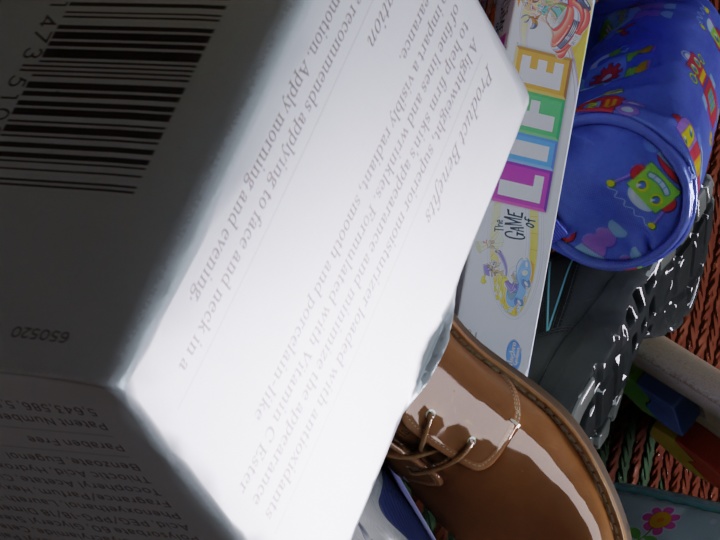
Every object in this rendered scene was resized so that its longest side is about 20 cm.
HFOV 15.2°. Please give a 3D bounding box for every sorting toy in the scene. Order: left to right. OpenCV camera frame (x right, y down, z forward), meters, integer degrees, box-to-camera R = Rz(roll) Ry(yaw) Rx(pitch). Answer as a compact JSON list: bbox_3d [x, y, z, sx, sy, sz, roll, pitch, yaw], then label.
[{"bbox_3d":[0.192,0.090,1.341,0.037,0.185,0.200,-54,144,-4],"label":"sorting toy"}]

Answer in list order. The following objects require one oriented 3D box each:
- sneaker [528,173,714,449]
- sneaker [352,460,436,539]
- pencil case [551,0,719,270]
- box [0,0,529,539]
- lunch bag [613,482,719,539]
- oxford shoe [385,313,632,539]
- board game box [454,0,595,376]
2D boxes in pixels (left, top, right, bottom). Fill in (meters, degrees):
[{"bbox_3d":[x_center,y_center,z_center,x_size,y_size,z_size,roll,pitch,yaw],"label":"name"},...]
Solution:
[{"bbox_3d":[0.104,0.008,1.251,0.200,0.079,0.076,-48,147,-45],"label":"sneaker"},{"bbox_3d":[-0.046,0.114,0.998,0.081,0.115,0.199,60,14,5],"label":"sneaker"},{"bbox_3d":[0.122,-0.067,1.239,0.078,0.087,0.200,63,22,-16],"label":"pencil case"},{"bbox_3d":[-0.084,-0.019,0.798,0.131,0.199,0.199,57,47,-45],"label":"box"},{"bbox_3d":[0.165,0.185,1.268,0.161,0.199,0.077,-56,143,-29],"label":"lunch bag"},{"bbox_3d":[0.028,0.060,1.018,0.200,0.071,0.071,50,25,-6],"label":"oxford shoe"},{"bbox_3d":[0.054,-0.047,1.129,0.134,0.034,0.201,147,-45,-76],"label":"board game box"}]
